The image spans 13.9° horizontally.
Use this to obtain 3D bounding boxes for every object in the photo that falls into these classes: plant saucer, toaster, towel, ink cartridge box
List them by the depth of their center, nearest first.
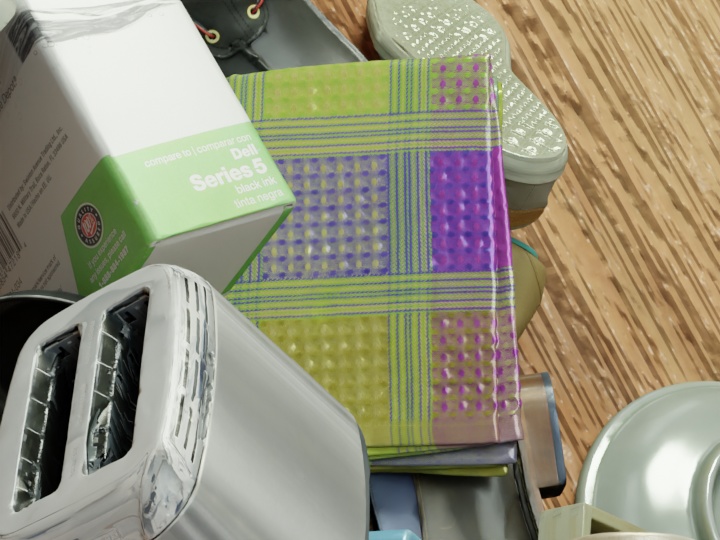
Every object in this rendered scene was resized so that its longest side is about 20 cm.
[{"bbox_3d":[-0.071,0.088,1.181,0.129,0.114,0.200,48,28,-32],"label":"toaster"},{"bbox_3d":[-0.133,-0.067,1.339,0.084,0.146,0.200,-17,69,-36],"label":"ink cartridge box"},{"bbox_3d":[0.000,0.000,1.365,0.143,0.023,0.200,-4,74,5],"label":"towel"},{"bbox_3d":[0.203,0.135,1.446,0.200,0.050,0.200,13,56,-20],"label":"plant saucer"}]

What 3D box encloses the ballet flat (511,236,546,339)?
[{"bbox_3d":[-0.001,-0.017,1.428,0.200,0.069,0.063,25,61,-11],"label":"ballet flat"}]

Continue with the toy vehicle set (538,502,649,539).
[{"bbox_3d":[0.122,0.217,1.310,0.124,0.027,0.200,26,61,-41],"label":"toy vehicle set"}]

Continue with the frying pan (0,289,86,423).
[{"bbox_3d":[-0.167,0.041,1.291,0.190,0.115,0.031,13,43,5],"label":"frying pan"}]

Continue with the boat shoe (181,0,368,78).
[{"bbox_3d":[-0.071,-0.137,1.472,0.201,0.063,0.074,37,49,-3],"label":"boat shoe"}]

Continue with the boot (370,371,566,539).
[{"bbox_3d":[0.051,0.149,1.364,0.097,0.075,0.200,-5,71,-1],"label":"boot"}]

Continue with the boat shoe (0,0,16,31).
[{"bbox_3d":[-0.225,-0.117,1.292,0.070,0.201,0.072,-49,118,-24],"label":"boat shoe"}]

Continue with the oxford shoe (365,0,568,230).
[{"bbox_3d":[0.047,-0.086,1.485,0.075,0.058,0.200,-2,35,-21],"label":"oxford shoe"}]

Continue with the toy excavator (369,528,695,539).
[{"bbox_3d":[0.054,0.149,1.224,0.200,0.194,0.100,-6,70,13],"label":"toy excavator"}]
